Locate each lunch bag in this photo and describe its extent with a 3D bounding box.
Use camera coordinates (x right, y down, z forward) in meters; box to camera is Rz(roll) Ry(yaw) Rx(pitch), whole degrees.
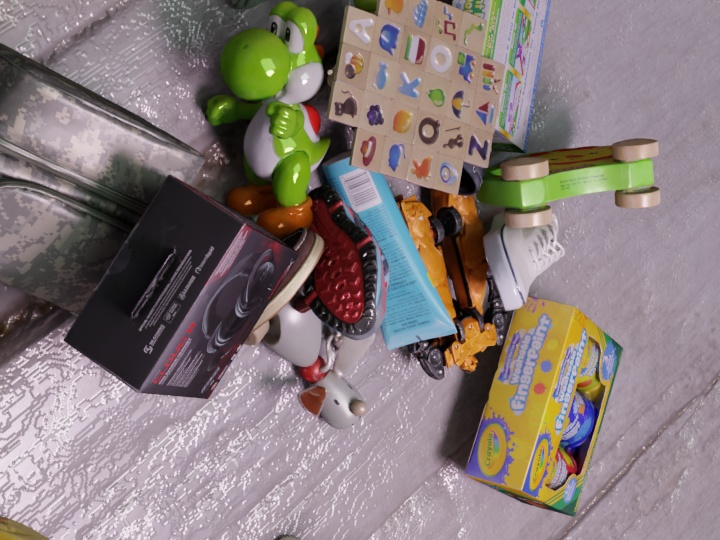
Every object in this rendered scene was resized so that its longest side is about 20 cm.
[{"bbox_3d":[-0.244,-0.062,1.156,0.200,0.139,0.168,26,95,-40],"label":"lunch bag"}]

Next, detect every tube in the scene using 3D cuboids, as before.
[{"bbox_3d":[0.023,-0.021,1.421,0.050,0.077,0.201,-38,109,-56],"label":"tube"}]

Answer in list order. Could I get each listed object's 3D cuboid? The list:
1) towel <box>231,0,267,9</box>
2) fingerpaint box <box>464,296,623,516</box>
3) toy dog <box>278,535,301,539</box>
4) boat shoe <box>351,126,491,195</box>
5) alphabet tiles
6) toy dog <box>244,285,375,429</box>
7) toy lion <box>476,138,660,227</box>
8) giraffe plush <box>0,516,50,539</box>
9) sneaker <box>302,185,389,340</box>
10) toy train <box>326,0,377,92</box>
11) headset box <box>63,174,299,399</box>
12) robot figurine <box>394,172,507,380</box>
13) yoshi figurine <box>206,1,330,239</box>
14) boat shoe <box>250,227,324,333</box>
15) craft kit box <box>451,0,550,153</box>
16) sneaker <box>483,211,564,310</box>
[{"bbox_3d":[-0.015,-0.255,1.267,0.152,0.200,0.024,-16,100,-20],"label":"towel"},{"bbox_3d":[0.202,0.148,1.578,0.167,0.073,0.201,34,71,-56],"label":"fingerpaint box"},{"bbox_3d":[-0.011,0.353,1.356,0.194,0.199,0.140,-53,125,-24],"label":"toy dog"},{"bbox_3d":[0.058,-0.117,1.396,0.200,0.074,0.063,18,72,-50],"label":"boat shoe"},{"bbox_3d":[0.054,-0.162,1.323,0.199,0.006,0.167,13,86,-41],"label":"alphabet tiles"},{"bbox_3d":[-0.039,0.068,1.369,0.200,0.096,0.132,33,73,-39],"label":"toy dog"},{"bbox_3d":[0.206,-0.100,1.519,0.199,0.192,0.069,-11,102,-19],"label":"toy lion"},{"bbox_3d":[-0.282,0.298,1.147,0.199,0.172,0.163,20,93,-24],"label":"giraffe plush"},{"bbox_3d":[0.000,0.000,1.318,0.079,0.200,0.095,-41,123,15],"label":"sneaker"},{"bbox_3d":[0.011,-0.215,1.358,0.200,0.084,0.116,19,68,-69],"label":"toy train"},{"bbox_3d":[-0.137,0.018,1.146,0.149,0.077,0.200,-58,169,0],"label":"headset box"},{"bbox_3d":[0.085,0.009,1.499,0.145,0.058,0.201,-25,110,-37],"label":"robot figurine"},{"bbox_3d":[-0.086,-0.132,1.278,0.112,0.112,0.201,-73,170,-65],"label":"yoshi figurine"},{"bbox_3d":[-0.123,0.021,1.271,0.200,0.072,0.072,-37,110,9],"label":"boat shoe"},{"bbox_3d":[0.139,-0.234,1.476,0.197,0.048,0.201,23,76,-70],"label":"craft kit box"},{"bbox_3d":[0.168,-0.023,1.489,0.200,0.070,0.073,-72,144,-65],"label":"sneaker"}]
